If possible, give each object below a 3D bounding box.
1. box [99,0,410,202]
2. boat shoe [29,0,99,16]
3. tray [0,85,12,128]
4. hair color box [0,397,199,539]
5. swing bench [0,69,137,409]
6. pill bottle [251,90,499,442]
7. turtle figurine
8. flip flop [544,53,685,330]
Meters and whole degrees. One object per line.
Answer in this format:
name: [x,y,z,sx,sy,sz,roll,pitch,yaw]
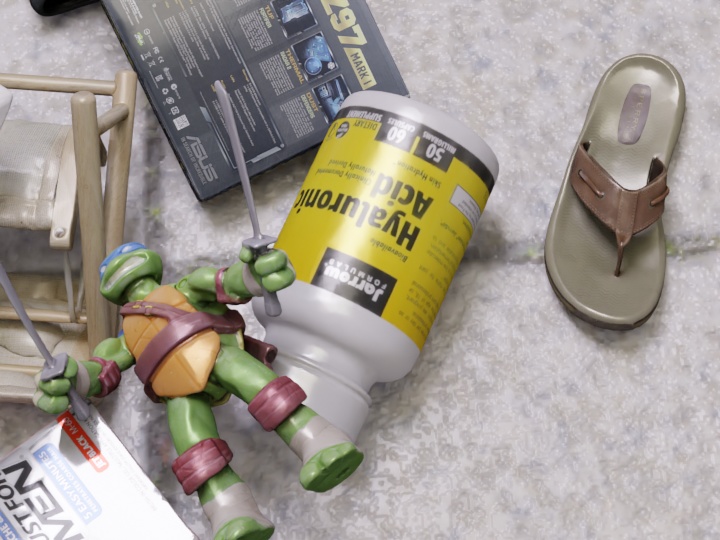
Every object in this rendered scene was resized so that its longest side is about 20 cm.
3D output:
box: [-0.080,-0.167,1.045,0.157,0.051,0.201,-27,96,-7]
boat shoe: [-0.139,-0.215,1.094,0.198,0.075,0.066,-7,72,-1]
tray: [-0.288,-0.040,0.908,0.107,0.022,0.200,30,104,-1]
hair color box: [-0.197,0.177,0.880,0.200,0.064,0.111,-38,70,-14]
swing bench: [-0.249,-0.025,0.985,0.198,0.130,0.201,5,104,3]
pill bottle: [0.000,0.000,0.981,0.111,0.111,0.201,22,77,10]
turtle figurine: [-0.097,0.048,0.852,0.144,0.200,0.194,-27,69,-29]
flip flop: [0.170,-0.058,1.027,0.081,0.058,0.201,14,70,8]
